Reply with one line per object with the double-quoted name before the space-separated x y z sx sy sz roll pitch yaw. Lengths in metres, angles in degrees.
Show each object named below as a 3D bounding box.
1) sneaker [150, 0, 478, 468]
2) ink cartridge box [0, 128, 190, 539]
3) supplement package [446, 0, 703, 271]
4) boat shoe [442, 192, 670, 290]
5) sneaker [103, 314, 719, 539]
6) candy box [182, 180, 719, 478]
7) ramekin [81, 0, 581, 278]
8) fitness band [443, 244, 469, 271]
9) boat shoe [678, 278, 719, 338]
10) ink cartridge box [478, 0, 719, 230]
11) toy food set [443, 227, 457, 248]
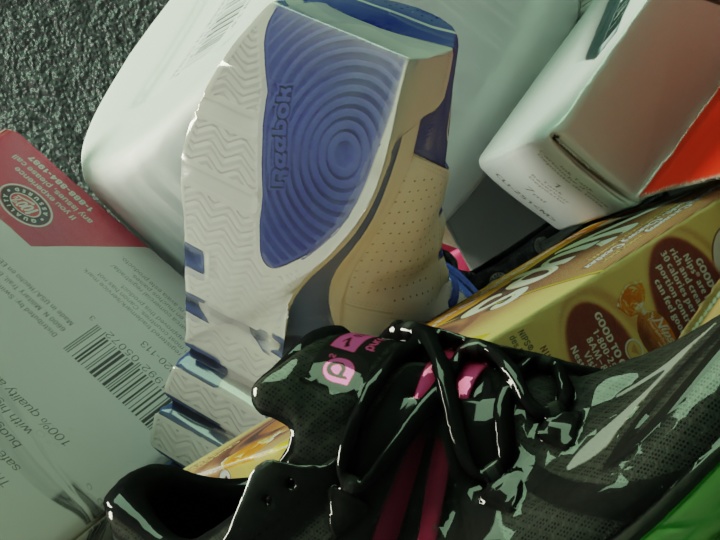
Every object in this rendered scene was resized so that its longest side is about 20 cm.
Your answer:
"sneaker" 0.000 0.001 0.852 0.080 0.200 0.115 30 29 33
"ink cartridge box" -0.148 0.055 0.905 0.200 0.146 0.083 -38 -15 -48
"supplement package" 0.134 -0.065 1.030 0.200 0.118 0.117 -23 9 44
"boat shoe" 0.031 0.021 0.950 0.199 0.068 0.074 -27 4 0
"sneaker" 0.018 0.048 0.590 0.199 0.084 0.077 -25 5 24
"candy box" 0.047 0.035 0.762 0.200 0.056 0.115 -29 4 -34
"ramekin" -0.018 -0.075 0.982 0.200 0.098 0.201 -44 17 18
"fitness band" 0.074 -0.016 1.387 0.199 0.038 0.144 -30 5 -25
"boat shoe" 0.132 -0.015 0.710 0.071 0.076 0.200 -23 6 36
"ink cartridge box" 0.130 -0.108 0.824 0.200 0.043 0.174 -53 6 -10
"toy food set" 0.085 -0.081 1.180 0.198 0.200 0.049 -38 28 25
